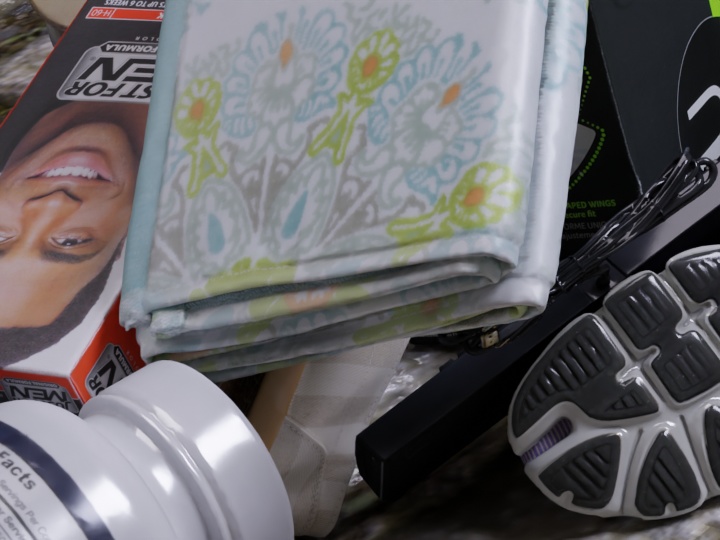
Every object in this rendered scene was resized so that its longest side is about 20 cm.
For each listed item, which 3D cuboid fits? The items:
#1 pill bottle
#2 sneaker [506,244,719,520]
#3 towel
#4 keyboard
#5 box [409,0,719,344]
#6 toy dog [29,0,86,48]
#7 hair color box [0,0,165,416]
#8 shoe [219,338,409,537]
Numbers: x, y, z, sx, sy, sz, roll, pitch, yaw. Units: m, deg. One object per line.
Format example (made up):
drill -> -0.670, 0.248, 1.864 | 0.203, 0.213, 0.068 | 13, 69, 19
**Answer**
pill bottle -> -0.122, 0.110, 0.870 | 0.200, 0.111, 0.111 | -31, 27, -30
sneaker -> 0.137, 0.024, 0.965 | 0.200, 0.081, 0.083 | -31, -4, -18
towel -> 0.002, -0.065, 0.922 | 0.171, 0.048, 0.200 | -12, 61, 39
keyboard -> 0.079, 0.004, 0.945 | 0.200, 0.021, 0.127 | -37, -15, -12
box -> 0.075, -0.092, 1.070 | 0.124, 0.200, 0.149 | -1, 28, 32
toy dog -> -0.067, -0.077, 1.180 | 0.200, 0.096, 0.132 | 32, 11, 32
hair color box -> -0.091, -0.019, 1.021 | 0.101, 0.061, 0.200 | 4, 48, 29
shoe -> 0.000, 0.000, 0.978 | 0.200, 0.053, 0.070 | -66, 14, -9
